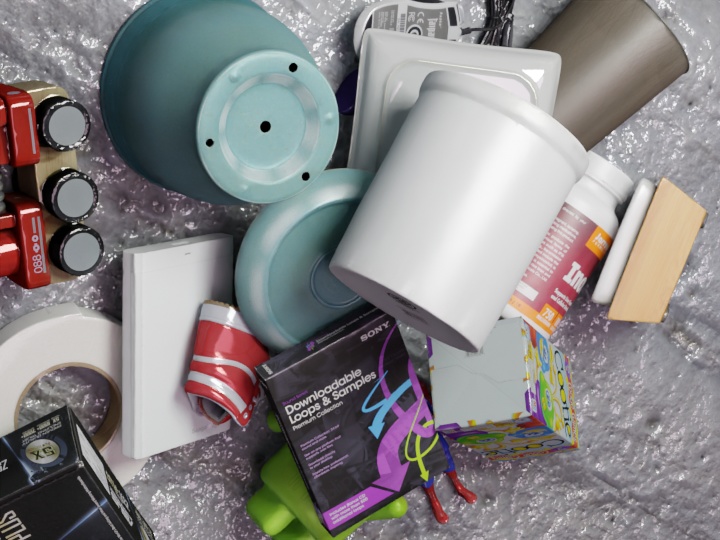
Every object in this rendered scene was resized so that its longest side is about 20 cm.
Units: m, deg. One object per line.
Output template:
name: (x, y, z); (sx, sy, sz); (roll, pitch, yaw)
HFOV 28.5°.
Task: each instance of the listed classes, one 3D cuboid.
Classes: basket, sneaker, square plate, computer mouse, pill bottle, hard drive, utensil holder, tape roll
basket: (0.216, -0.187, 1.466); (0.200, 0.180, 0.136); (-43, 102, 2)
sneaker: (-0.097, 0.112, 1.419); (0.199, 0.071, 0.113); (28, 74, -44)
square plate: (0.089, -0.125, 1.388); (0.198, 0.028, 0.200); (6, 100, -6)
computer mouse: (0.071, -0.247, 1.437); (0.199, 0.044, 0.110); (-6, 113, -31)
pill bottle: (0.205, -0.031, 1.529); (0.113, 0.113, 0.201); (34, 90, -31)
hard drive: (-0.178, 0.071, 1.386); (0.131, 0.026, 0.202); (-13, 109, -49)
utensil holder: (0.085, -0.051, 1.277); (0.170, 0.170, 0.201); (35, 80, -31)
tape roll: (-0.287, 0.134, 1.379); (0.201, 0.037, 0.204); (-8, 110, -24)

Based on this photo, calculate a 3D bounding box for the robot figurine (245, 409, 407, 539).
robot figurine: (-0.024, 0.209, 1.489); (0.200, 0.116, 0.176); (-44, 111, -8)

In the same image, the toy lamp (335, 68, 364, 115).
toy lamp: (0.064, -0.134, 1.459); (0.199, 0.058, 0.058); (29, 92, -31)

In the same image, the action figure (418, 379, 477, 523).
action figure: (0.072, 0.188, 1.572); (0.065, 0.052, 0.201); (-31, 115, -11)

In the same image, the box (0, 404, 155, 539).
box: (-0.300, 0.252, 1.341); (0.163, 0.086, 0.201); (-25, 128, -3)

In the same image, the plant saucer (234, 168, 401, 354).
plant saucer: (-0.022, 0.002, 1.357); (0.199, 0.027, 0.202); (-9, 114, -20)

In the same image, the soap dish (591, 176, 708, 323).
soap dish: (0.317, -0.019, 1.547); (0.081, 0.200, 0.158); (22, 96, 11)

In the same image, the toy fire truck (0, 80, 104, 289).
toy fire truck: (-0.348, -0.068, 1.250); (0.199, 0.128, 0.177); (-15, 112, -33)

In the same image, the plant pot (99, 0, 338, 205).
plant pot: (-0.116, -0.148, 1.288); (0.199, 0.188, 0.202); (-8, 109, -24)

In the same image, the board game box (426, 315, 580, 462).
board game box: (0.154, 0.130, 1.491); (0.200, 0.104, 0.104); (35, 47, -62)

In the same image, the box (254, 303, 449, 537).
box: (-0.005, 0.145, 1.385); (0.142, 0.036, 0.201); (-29, 118, -14)
